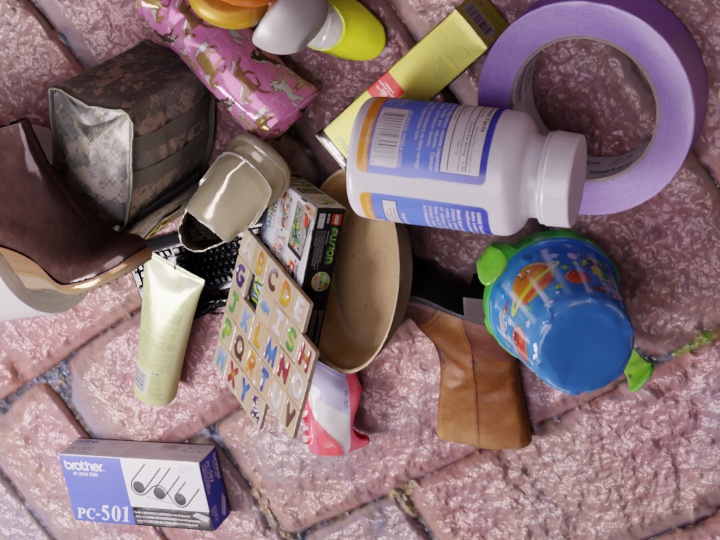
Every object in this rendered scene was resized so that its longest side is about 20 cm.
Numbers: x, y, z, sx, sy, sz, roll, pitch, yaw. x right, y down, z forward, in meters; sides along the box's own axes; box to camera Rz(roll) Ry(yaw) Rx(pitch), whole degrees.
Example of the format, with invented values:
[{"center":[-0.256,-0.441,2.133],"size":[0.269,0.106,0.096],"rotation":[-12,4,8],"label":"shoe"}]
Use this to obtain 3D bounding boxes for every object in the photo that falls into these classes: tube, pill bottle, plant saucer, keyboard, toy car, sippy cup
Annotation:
[{"center":[-0.215,0.066,1.642],"size":[0.058,0.052,0.201],"rotation":[-2,133,-17],"label":"tube"},{"center":[0.096,-0.091,1.323],"size":[0.199,0.112,0.113],"rotation":[8,117,17],"label":"pill bottle"},{"center":[0.000,0.000,1.464],"size":[0.200,0.035,0.202],"rotation":[-5,85,60],"label":"plant saucer"},{"center":[-0.168,0.006,1.617],"size":[0.199,0.040,0.105],"rotation":[-13,107,30],"label":"keyboard"},{"center":[-0.076,-0.310,1.326],"size":[0.175,0.200,0.150],"rotation":[42,169,3],"label":"toy car"},{"center":[0.193,0.047,1.385],"size":[0.176,0.130,0.141],"rotation":[0,112,-9],"label":"sippy cup"}]

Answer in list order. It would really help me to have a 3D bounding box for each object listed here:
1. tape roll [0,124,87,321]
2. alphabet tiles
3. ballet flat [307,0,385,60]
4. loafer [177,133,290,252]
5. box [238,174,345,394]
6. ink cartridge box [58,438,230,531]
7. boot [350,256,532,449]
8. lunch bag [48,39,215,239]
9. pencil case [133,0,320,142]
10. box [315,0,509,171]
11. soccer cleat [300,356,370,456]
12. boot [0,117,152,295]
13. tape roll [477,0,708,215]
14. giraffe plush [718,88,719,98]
[{"center":[-0.390,-0.046,1.596],"size":[0.138,0.203,0.204],"rotation":[-8,111,28],"label":"tape roll"},{"center":[-0.097,0.075,1.516],"size":[0.200,0.008,0.168],"rotation":[47,129,50],"label":"alphabet tiles"},{"center":[-0.071,-0.255,1.427],"size":[0.199,0.067,0.067],"rotation":[34,124,6],"label":"ballet flat"},{"center":[-0.131,-0.068,1.496],"size":[0.076,0.068,0.200],"rotation":[37,149,-3],"label":"loafer"},{"center":[-0.072,0.013,1.518],"size":[0.110,0.035,0.201],"rotation":[39,122,54],"label":"box"},{"center":[-0.259,0.255,1.777],"size":[0.199,0.044,0.095],"rotation":[0,112,25],"label":"ink cartridge box"},{"center":[0.085,0.088,1.542],"size":[0.187,0.069,0.201],"rotation":[5,126,18],"label":"boot"},{"center":[-0.230,-0.108,1.513],"size":[0.117,0.164,0.201],"rotation":[19,122,21],"label":"lunch bag"},{"center":[-0.133,-0.218,1.459],"size":[0.083,0.087,0.200],"rotation":[-44,91,-2],"label":"pencil case"},{"center":[0.048,-0.178,1.406],"size":[0.050,0.075,0.200],"rotation":[49,125,-4],"label":"box"},{"center":[-0.034,0.106,1.598],"size":[0.076,0.067,0.201],"rotation":[-7,108,-7],"label":"soccer cleat"},{"center":[-0.296,-0.064,1.425],"size":[0.199,0.072,0.167],"rotation":[-5,111,41],"label":"boot"},{"center":[0.210,-0.155,1.347],"size":[0.199,0.066,0.201],"rotation":[10,117,20],"label":"tape roll"},{"center":[0.365,-0.198,1.194],"size":[0.199,0.162,0.174],"rotation":[12,119,19],"label":"giraffe plush"}]
